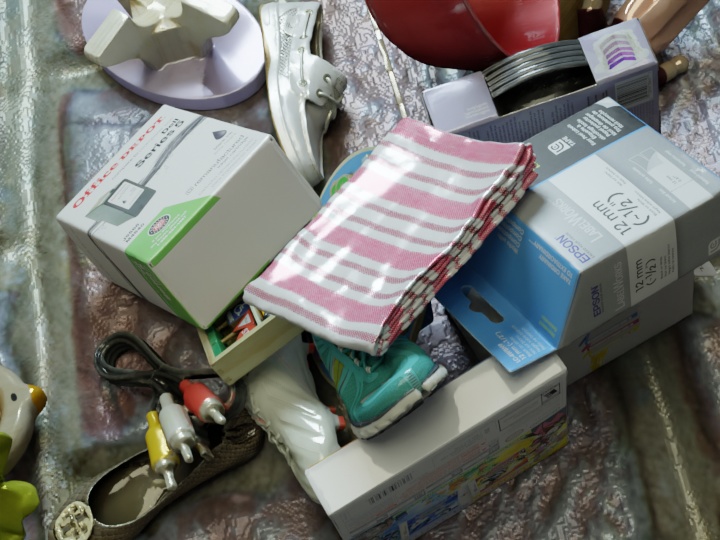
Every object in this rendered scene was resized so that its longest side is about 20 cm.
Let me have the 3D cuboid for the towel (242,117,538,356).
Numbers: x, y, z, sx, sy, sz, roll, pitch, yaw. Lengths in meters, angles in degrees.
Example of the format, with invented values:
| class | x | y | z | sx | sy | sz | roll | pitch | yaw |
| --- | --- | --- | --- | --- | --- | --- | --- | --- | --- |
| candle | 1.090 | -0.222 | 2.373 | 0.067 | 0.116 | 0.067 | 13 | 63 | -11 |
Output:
| class | x | y | z | sx | sy | sz | roll | pitch | yaw |
| --- | --- | --- | --- | --- | --- | --- | --- | --- | --- |
| towel | 0.019 | -0.031 | 1.164 | 0.146 | 0.030 | 0.200 | 17 | 57 | 45 |

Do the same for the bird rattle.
| class | x | y | z | sx | sy | sz | roll | pitch | yaw |
| --- | --- | --- | --- | --- | --- | --- | --- | --- | --- |
| bird rattle | -0.349 | 0.148 | 1.366 | 0.199 | 0.113 | 0.164 | 10 | 54 | 29 |

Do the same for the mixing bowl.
| class | x | y | z | sx | sy | sz | roll | pitch | yaw |
| --- | --- | --- | --- | --- | --- | --- | --- | --- | --- |
| mixing bowl | 0.068 | -0.241 | 1.319 | 0.108 | 0.200 | 0.202 | -19 | 58 | 31 |

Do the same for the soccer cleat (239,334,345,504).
| class | x | y | z | sx | sy | sz | roll | pitch | yaw |
| --- | --- | --- | --- | --- | --- | --- | --- | --- | --- |
| soccer cleat | -0.064 | 0.109 | 1.309 | 0.077 | 0.070 | 0.201 | -3 | 44 | -18 |

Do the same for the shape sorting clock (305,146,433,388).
| class | x | y | z | sx | sy | sz | roll | pitch | yaw |
| --- | --- | --- | --- | --- | --- | --- | --- | --- | --- |
| shape sorting clock | 0.000 | 0.000 | 1.314 | 0.039 | 0.200 | 0.201 | 8 | 56 | -33 |

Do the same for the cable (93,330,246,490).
| class | x | y | z | sx | sy | sz | roll | pitch | yaw |
| --- | --- | --- | --- | --- | --- | --- | --- | --- | --- |
| cable | -0.161 | 0.090 | 1.325 | 0.097 | 0.050 | 0.200 | -49 | 46 | 4 |

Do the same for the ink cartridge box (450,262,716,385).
| class | x | y | z | sx | sy | sz | roll | pitch | yaw |
| --- | --- | --- | --- | --- | --- | --- | --- | --- | --- |
| ink cartridge box | 0.172 | -0.004 | 1.305 | 0.199 | 0.125 | 0.129 | -30 | 63 | -5 |

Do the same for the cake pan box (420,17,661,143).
| class | x | y | z | sx | sy | sz | roll | pitch | yaw |
| --- | --- | --- | --- | --- | --- | --- | --- | --- | --- |
| cake pan box | 0.150 | -0.110 | 1.321 | 0.183 | 0.200 | 0.053 | -21 | 64 | 3 |

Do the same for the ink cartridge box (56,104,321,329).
| class | x | y | z | sx | sy | sz | roll | pitch | yaw |
| --- | --- | --- | --- | --- | --- | --- | --- | --- | --- |
| ink cartridge box | -0.148 | -0.049 | 1.359 | 0.146 | 0.084 | 0.200 | -48 | 32 | -14 |

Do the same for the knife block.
| class | x | y | z | sx | sy | sz | roll | pitch | yaw |
| --- | --- | --- | --- | --- | --- | --- | --- | --- | --- |
| knife block | 0.148 | -0.237 | 1.404 | 0.064 | 0.201 | 0.175 | 38 | 46 | 24 |

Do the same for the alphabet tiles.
| class | x | y | z | sx | sy | sz | roll | pitch | yaw |
| --- | --- | --- | --- | --- | --- | --- | --- | --- | --- |
| alphabet tiles | 0.039 | -0.122 | 1.365 | 0.007 | 0.167 | 0.201 | -18 | 62 | 3 |

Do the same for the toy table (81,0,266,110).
| class | x | y | z | sx | sy | sz | roll | pitch | yaw |
| --- | --- | --- | --- | --- | --- | --- | --- | --- | --- |
| toy table | -0.183 | -0.237 | 1.495 | 0.198 | 0.117 | 0.185 | 15 | 68 | 16 |

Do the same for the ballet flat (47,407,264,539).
| class | x | y | z | sx | sy | sz | roll | pitch | yaw |
| --- | --- | --- | --- | --- | --- | --- | --- | --- | --- |
| ballet flat | -0.168 | 0.169 | 1.327 | 0.199 | 0.046 | 0.068 | -29 | 63 | -5 |

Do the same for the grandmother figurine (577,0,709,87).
| class | x | y | z | sx | sy | sz | roll | pitch | yaw |
| --- | --- | --- | --- | --- | --- | --- | --- | --- | --- |
| grandmother figurine | 0.236 | -0.203 | 1.410 | 0.121 | 0.061 | 0.200 | 39 | 91 | -11 |

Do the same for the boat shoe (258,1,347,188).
| class | x | y | z | sx | sy | sz | roll | pitch | yaw |
| --- | --- | --- | --- | --- | --- | --- | --- | --- | --- |
| boat shoe | -0.046 | -0.164 | 1.457 | 0.069 | 0.071 | 0.201 | -12 | 62 | 5 |

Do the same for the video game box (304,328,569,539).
| class | x | y | z | sx | sy | sz | roll | pitch | yaw |
| --- | --- | --- | --- | --- | --- | --- | --- | --- | --- |
| video game box | 0.064 | 0.139 | 1.221 | 0.199 | 0.182 | 0.047 | -31 | 65 | -6 |

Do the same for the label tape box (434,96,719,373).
| class | x | y | z | sx | sy | sz | roll | pitch | yaw |
| --- | --- | --- | --- | --- | --- | --- | --- | --- | --- |
| label tape box | 0.147 | -0.030 | 1.179 | 0.199 | 0.066 | 0.143 | -27 | 44 | -18 |

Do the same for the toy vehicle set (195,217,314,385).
| class | x | y | z | sx | sy | sz | roll | pitch | yaw |
| --- | --- | --- | --- | --- | --- | --- | --- | --- | --- |
| toy vehicle set | -0.086 | 0.000 | 1.340 | 0.124 | 0.027 | 0.200 | -37 | 31 | 4 |

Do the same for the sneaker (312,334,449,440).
| class | x | y | z | sx | sy | sz | roll | pitch | yaw |
| --- | --- | --- | --- | --- | --- | --- | --- | --- | --- |
| sneaker | 0.001 | 0.061 | 1.156 | 0.077 | 0.080 | 0.200 | -38 | 18 | -7 |
